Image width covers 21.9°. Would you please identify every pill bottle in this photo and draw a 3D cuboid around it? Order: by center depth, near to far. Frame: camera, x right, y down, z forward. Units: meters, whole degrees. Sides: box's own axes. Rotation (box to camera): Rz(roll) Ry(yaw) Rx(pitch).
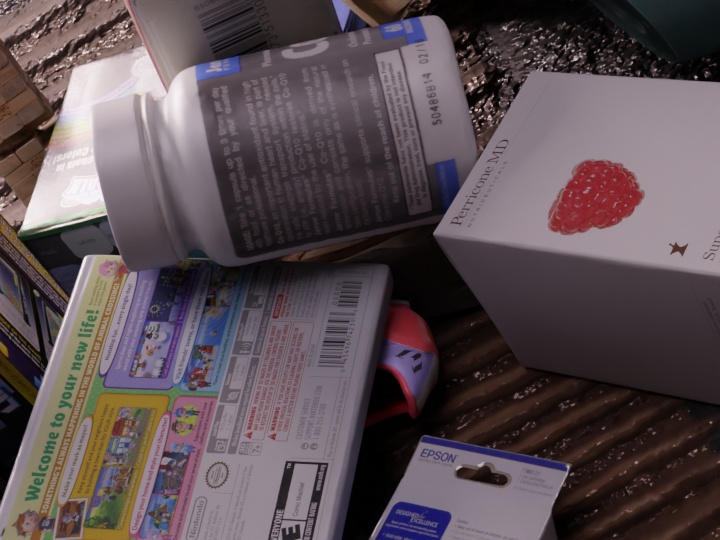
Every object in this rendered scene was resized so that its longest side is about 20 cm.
[{"bbox_3d":[-0.041,-0.066,1.025,0.199,0.114,0.114,-12,42,-1],"label":"pill bottle"}]

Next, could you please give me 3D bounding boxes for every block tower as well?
[{"bbox_3d":[-0.227,-0.092,1.253,0.054,0.200,0.058,-35,24,1],"label":"block tower"}]

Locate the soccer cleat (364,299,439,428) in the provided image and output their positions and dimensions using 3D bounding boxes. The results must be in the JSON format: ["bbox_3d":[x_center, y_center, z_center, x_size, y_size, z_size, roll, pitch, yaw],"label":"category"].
[{"bbox_3d":[-0.050,0.072,1.059,0.199,0.067,0.077,-15,32,16],"label":"soccer cleat"}]

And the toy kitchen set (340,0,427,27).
[{"bbox_3d":[0.034,-0.305,1.237,0.200,0.180,0.163,-56,11,-24],"label":"toy kitchen set"}]

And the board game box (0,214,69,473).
[{"bbox_3d":[-0.236,0.023,1.139,0.057,0.200,0.166,-32,39,7],"label":"board game box"}]

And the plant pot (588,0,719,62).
[{"bbox_3d":[0.192,-0.220,1.086,0.161,0.200,0.201,-49,39,5],"label":"plant pot"}]

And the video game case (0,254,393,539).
[{"bbox_3d":[-0.086,0.075,0.996,0.181,0.022,0.201,2,51,13],"label":"video game case"}]

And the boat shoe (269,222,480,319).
[{"bbox_3d":[0.000,0.000,1.098,0.199,0.076,0.072,-16,39,9],"label":"boat shoe"}]

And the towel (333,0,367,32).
[{"bbox_3d":[-0.086,-0.135,1.320,0.199,0.024,0.145,-15,38,26],"label":"towel"}]

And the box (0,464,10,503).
[{"bbox_3d":[-0.288,0.085,1.113,0.086,0.200,0.164,-29,40,8],"label":"box"}]

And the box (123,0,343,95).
[{"bbox_3d":[-0.096,-0.190,1.120,0.109,0.128,0.200,-25,45,-3],"label":"box"}]

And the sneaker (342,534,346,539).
[{"bbox_3d":[-0.096,0.133,1.013,0.200,0.089,0.074,13,67,43],"label":"sneaker"}]

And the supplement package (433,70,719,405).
[{"bbox_3d":[0.162,-0.016,0.952,0.199,0.120,0.121,9,57,41],"label":"supplement package"}]

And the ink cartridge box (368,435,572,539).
[{"bbox_3d":[0.032,0.179,0.919,0.099,0.039,0.200,8,57,40],"label":"ink cartridge box"}]

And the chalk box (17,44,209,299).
[{"bbox_3d":[-0.123,-0.035,1.176,0.124,0.124,0.201,-12,45,24],"label":"chalk box"}]
